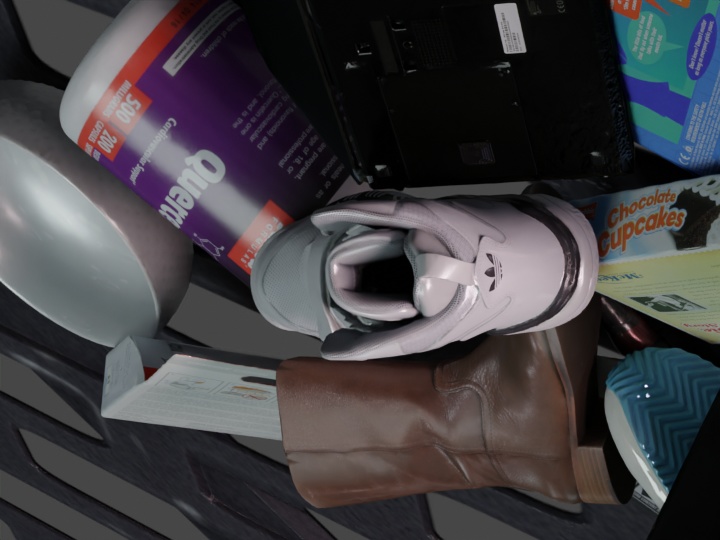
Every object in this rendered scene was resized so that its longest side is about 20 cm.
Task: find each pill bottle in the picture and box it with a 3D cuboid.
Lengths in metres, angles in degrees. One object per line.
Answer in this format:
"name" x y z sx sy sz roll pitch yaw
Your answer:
"pill bottle" -0.055 -0.060 0.999 0.199 0.113 0.113 39 152 -1

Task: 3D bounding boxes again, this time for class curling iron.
"curling iron" 0.144 0.034 0.997 0.200 0.026 0.050 41 174 -14

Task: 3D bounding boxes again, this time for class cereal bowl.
"cereal bowl" -0.183 -0.047 1.202 0.199 0.083 0.201 30 151 18

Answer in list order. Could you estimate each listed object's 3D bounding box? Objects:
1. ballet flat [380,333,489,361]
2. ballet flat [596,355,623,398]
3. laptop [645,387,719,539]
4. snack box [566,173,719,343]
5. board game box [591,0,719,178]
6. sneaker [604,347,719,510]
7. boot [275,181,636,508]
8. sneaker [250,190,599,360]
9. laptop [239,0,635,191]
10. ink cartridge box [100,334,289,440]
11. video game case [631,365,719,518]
"ballet flat" 0.050 0.025 1.048 0.073 0.073 0.199 50 155 -20
"ballet flat" 0.097 0.083 1.034 0.070 0.070 0.199 49 162 -19
"laptop" 0.232 0.152 0.826 0.200 0.115 0.189 52 128 49
"snack box" 0.188 -0.006 0.820 0.115 0.038 0.199 23 162 -32
"board game box" 0.088 -0.137 0.787 0.199 0.045 0.153 30 152 15
"sneaker" 0.184 0.122 0.938 0.200 0.077 0.081 48 153 -13
"boot" 0.028 0.046 0.957 0.198 0.064 0.188 -1 118 30
"sneaker" 0.000 0.000 0.856 0.199 0.114 0.076 -3 90 41
"laptop" 0.015 -0.132 0.825 0.198 0.104 0.178 -3 138 17
"ink cartridge box" -0.064 0.065 1.161 0.158 0.048 0.200 10 163 -18
"video game case" 0.249 0.127 0.978 0.199 0.026 0.181 34 148 1
